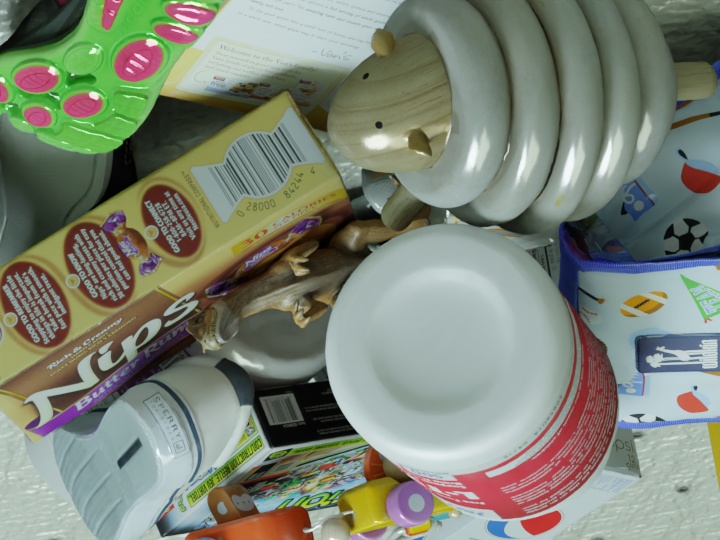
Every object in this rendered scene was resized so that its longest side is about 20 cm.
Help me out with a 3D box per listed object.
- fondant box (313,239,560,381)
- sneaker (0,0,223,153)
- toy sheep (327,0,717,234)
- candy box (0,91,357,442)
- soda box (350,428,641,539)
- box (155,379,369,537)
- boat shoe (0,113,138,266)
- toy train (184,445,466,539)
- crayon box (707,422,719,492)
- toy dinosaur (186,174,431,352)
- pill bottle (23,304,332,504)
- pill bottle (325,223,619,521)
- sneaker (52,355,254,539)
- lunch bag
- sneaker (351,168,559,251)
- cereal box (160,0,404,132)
[{"bbox_3d":[0.077,0.040,1.674,0.199,0.058,0.144,-12,149,9],"label":"fondant box"},{"bbox_3d":[-0.109,-0.119,1.342,0.077,0.084,0.200,36,140,-18],"label":"sneaker"},{"bbox_3d":[0.075,-0.079,1.338,0.199,0.138,0.138,-12,155,-29],"label":"toy sheep"},{"bbox_3d":[-0.101,0.000,1.432,0.200,0.057,0.117,-33,165,-4],"label":"candy box"},{"bbox_3d":[0.072,0.128,1.699,0.063,0.068,0.200,14,144,-34],"label":"soda box"},{"bbox_3d":[-0.009,0.094,1.594,0.199,0.035,0.110,-6,155,-42],"label":"box"},{"bbox_3d":[-0.142,-0.045,1.481,0.060,0.074,0.201,-37,150,-38],"label":"boat shoe"},{"bbox_3d":[-0.001,0.116,1.536,0.150,0.056,0.200,-20,172,36],"label":"toy train"},{"bbox_3d":[0.250,0.057,1.600,0.125,0.201,0.052,5,147,-19],"label":"crayon box"},{"bbox_3d":[0.000,0.000,1.453,0.199,0.061,0.106,-5,162,-42],"label":"toy dinosaur"},{"bbox_3d":[-0.102,0.052,1.601,0.112,0.113,0.200,13,144,-31],"label":"pill bottle"},{"bbox_3d":[0.061,0.056,1.389,0.112,0.113,0.200,-14,161,12],"label":"pill bottle"},{"bbox_3d":[-0.102,0.092,1.500,0.071,0.073,0.200,-24,178,-23],"label":"sneaker"},{"bbox_3d":[0.191,-0.014,1.490,0.199,0.124,0.170,-30,148,-11],"label":"lunch bag"},{"bbox_3d":[0.054,-0.045,1.516,0.092,0.076,0.200,18,139,-26],"label":"sneaker"},{"bbox_3d":[0.007,-0.136,1.382,0.143,0.040,0.200,12,143,-32],"label":"cereal box"}]
